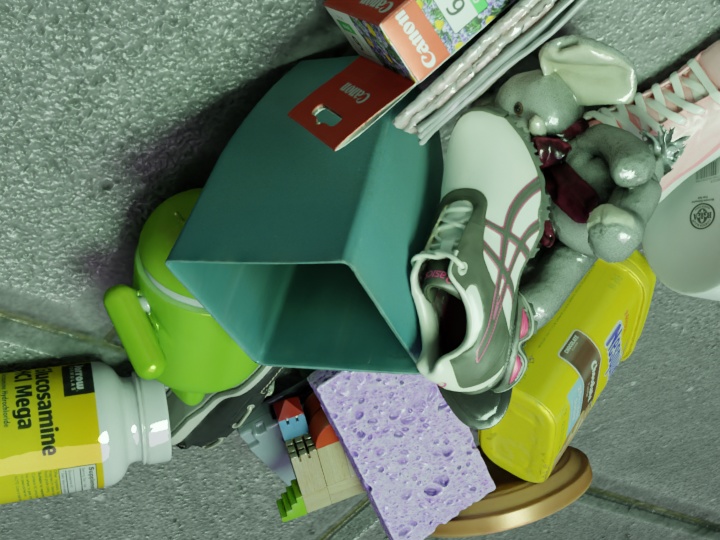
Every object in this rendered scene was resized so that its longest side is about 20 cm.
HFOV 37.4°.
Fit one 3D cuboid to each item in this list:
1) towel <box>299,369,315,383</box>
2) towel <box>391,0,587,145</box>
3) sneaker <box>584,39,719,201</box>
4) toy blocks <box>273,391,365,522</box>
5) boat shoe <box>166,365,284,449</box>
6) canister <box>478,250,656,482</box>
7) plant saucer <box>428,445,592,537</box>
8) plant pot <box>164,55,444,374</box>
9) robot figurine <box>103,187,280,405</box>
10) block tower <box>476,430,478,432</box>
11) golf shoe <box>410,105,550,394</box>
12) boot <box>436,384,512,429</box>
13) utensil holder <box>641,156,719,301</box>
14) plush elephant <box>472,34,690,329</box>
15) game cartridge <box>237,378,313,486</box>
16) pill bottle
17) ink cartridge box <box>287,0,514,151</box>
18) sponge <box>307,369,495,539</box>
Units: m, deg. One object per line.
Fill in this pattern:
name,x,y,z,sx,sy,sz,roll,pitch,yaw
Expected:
towel,0.052,0.088,1.090,0.199,0.022,0.147,-30,139,10
towel,0.120,-0.172,0.734,0.200,0.191,0.032,-40,94,25
sneaker,0.252,-0.124,0.902,0.104,0.076,0.200,8,136,-36
toy blocks,0.000,0.140,1.000,0.198,0.100,0.138,-18,126,-7
boat shoe,-0.117,0.108,1.003,0.060,0.074,0.200,21,127,-37
canister,0.194,0.085,1.014,0.200,0.086,0.149,-49,154,-31
plant saucer,0.134,0.213,1.081,0.199,0.200,0.033,-16,98,-6
plant pot,-0.017,-0.049,0.766,0.140,0.201,0.142,1,146,27
robot figurine,-0.127,0.018,0.868,0.175,0.116,0.201,-22,144,-35
block tower,0.175,0.195,1.231,0.054,0.058,0.200,-25,141,6
golf shoe,0.078,-0.017,0.724,0.077,0.202,0.088,-3,175,39
boot,0.080,0.063,0.909,0.068,0.189,0.200,-23,158,-3
utensil holder,0.383,-0.044,0.975,0.198,0.171,0.171,6,133,-26
plush elephant,0.149,-0.086,0.814,0.200,0.155,0.165,-49,179,-28
game cartridge,-0.011,0.145,1.081,0.199,0.042,0.133,-28,142,5
pill bottle,-0.272,0.142,0.944,0.198,0.113,0.113,-7,137,-16
ink cartridge box,0.030,-0.170,0.690,0.200,0.109,0.050,-41,119,-3
sponge,0.040,0.148,0.959,0.111,0.030,0.201,-31,116,-12
